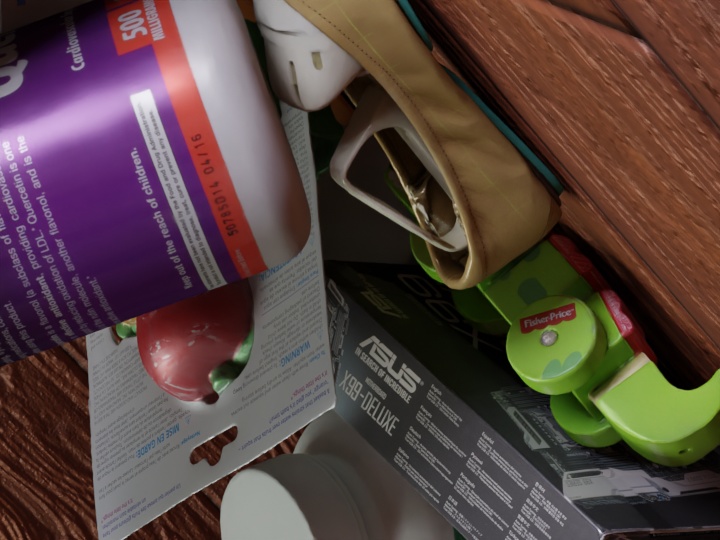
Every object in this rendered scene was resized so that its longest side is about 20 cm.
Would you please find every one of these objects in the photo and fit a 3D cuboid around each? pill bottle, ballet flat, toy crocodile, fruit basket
[{"bbox_3d":[-0.124,-0.026,0.991,0.112,0.199,0.113,160,90,-90],"label":"pill bottle"},{"bbox_3d":[0.005,-0.065,1.006,0.200,0.063,0.069,48,172,-32],"label":"ballet flat"},{"bbox_3d":[0.076,0.011,1.143,0.200,0.062,0.068,48,179,40],"label":"toy crocodile"},{"bbox_3d":[-0.065,-0.001,1.199,0.093,0.185,0.201,7,-118,-37],"label":"fruit basket"},{"bbox_3d":[0.000,0.000,1.353,0.114,0.114,0.200,44,176,17],"label":"pill bottle"},{"bbox_3d":[0.037,0.106,1.316,0.113,0.199,0.113,26,123,48],"label":"pill bottle"}]

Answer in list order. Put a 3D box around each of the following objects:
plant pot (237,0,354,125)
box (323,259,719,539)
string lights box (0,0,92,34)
[{"bbox_3d":[-0.100,-0.075,1.463,0.200,0.140,0.200,44,176,4],"label":"plant pot"},{"bbox_3d":[0.079,0.071,1.199,0.157,0.050,0.200,4,-149,-46],"label":"box"},{"bbox_3d":[-0.142,-0.161,1.095,0.200,0.102,0.059,49,144,38],"label":"string lights box"}]
